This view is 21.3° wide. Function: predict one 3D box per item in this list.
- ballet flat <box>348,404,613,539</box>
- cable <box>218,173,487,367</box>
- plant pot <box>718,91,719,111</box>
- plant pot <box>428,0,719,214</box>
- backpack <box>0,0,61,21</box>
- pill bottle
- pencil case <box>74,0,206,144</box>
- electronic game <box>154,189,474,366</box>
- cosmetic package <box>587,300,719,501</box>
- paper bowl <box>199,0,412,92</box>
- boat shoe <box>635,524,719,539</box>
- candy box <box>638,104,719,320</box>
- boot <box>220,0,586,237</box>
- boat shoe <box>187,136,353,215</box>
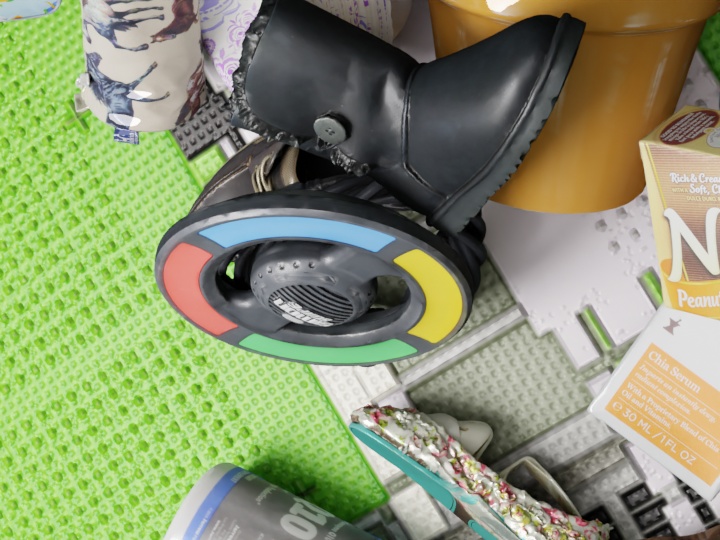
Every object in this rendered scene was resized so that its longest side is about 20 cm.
[{"bbox_3d":[0.085,0.143,1.296,0.200,0.076,0.064,38,76,5],"label":"ballet flat"},{"bbox_3d":[0.000,0.000,1.262,0.200,0.051,0.163,-24,129,24],"label":"cable"},{"bbox_3d":[0.329,-0.111,1.117,0.196,0.200,0.201,29,105,20],"label":"plant pot"},{"bbox_3d":[0.125,-0.142,1.181,0.200,0.200,0.184,11,117,16],"label":"plant pot"},{"bbox_3d":[-0.273,-0.259,1.281,0.200,0.147,0.183,-2,135,23],"label":"backpack"},{"bbox_3d":[-0.033,0.223,1.311,0.200,0.114,0.114,26,104,13],"label":"pill bottle"},{"bbox_3d":[-0.149,-0.178,1.241,0.089,0.078,0.200,-14,138,-13],"label":"pencil case"},{"bbox_3d":[-0.029,0.009,1.191,0.200,0.200,0.042,-4,60,18],"label":"electronic game"},{"bbox_3d":[0.244,0.035,1.218,0.101,0.071,0.200,36,106,10],"label":"cosmetic package"},{"bbox_3d":[-0.040,-0.201,1.227,0.104,0.201,0.201,-23,90,-20],"label":"paper bowl"},{"bbox_3d":[0.245,0.205,1.251,0.202,0.075,0.075,-4,54,5],"label":"boat shoe"},{"bbox_3d":[0.258,-0.019,1.078,0.200,0.055,0.116,16,130,43],"label":"candy box"},{"bbox_3d":[0.016,-0.108,1.079,0.168,0.077,0.200,27,149,-6],"label":"boot"},{"bbox_3d":[-0.043,-0.069,1.294,0.200,0.073,0.075,-33,87,19],"label":"boat shoe"}]
